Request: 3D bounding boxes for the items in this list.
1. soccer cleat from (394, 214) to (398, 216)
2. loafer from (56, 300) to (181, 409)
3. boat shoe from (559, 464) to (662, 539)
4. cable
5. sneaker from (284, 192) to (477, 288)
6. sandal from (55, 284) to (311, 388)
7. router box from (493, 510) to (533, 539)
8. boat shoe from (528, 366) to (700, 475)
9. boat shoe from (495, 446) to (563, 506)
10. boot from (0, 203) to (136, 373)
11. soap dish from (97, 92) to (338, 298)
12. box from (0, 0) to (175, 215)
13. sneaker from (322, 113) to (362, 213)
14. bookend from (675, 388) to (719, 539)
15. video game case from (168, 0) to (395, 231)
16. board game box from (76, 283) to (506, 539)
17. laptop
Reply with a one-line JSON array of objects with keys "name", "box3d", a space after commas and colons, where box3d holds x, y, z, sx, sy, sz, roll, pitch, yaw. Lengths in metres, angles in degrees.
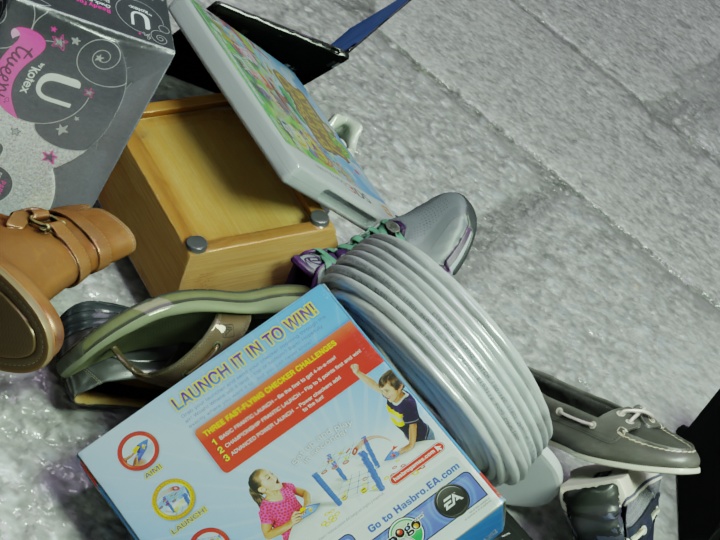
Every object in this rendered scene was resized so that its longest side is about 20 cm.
[{"name": "soccer cleat", "box3d": [0.044, 0.021, 1.442, 0.086, 0.070, 0.200, 55, 11, -20]}, {"name": "loafer", "box3d": [-0.121, 0.082, 1.238, 0.200, 0.073, 0.072, 10, 46, -20]}, {"name": "boat shoe", "box3d": [0.204, 0.203, 1.388, 0.200, 0.074, 0.093, -5, 84, -69]}, {"name": "cable", "box3d": [0.054, 0.064, 1.213, 0.200, 0.069, 0.200, 38, -16, 47]}, {"name": "sneaker", "box3d": [0.000, 0.000, 1.325, 0.074, 0.200, 0.088, 42, -6, 49]}, {"name": "sandal", "box3d": [-0.106, 0.050, 1.175, 0.201, 0.080, 0.057, -6, 72, -32]}, {"name": "router box", "box3d": [0.051, 0.224, 1.198, 0.150, 0.062, 0.200, 46, 32, 22]}, {"name": "boat shoe", "box3d": [0.182, 0.117, 1.382, 0.067, 0.057, 0.200, 1, 7, -45]}, {"name": "boat shoe", "box3d": [0.073, 0.114, 1.375, 0.200, 0.071, 0.070, 26, 33, -1]}, {"name": "boot", "box3d": [-0.216, -0.001, 1.195, 0.154, 0.074, 0.200, -11, 32, -41]}, {"name": "soap dish", "box3d": [-0.119, -0.055, 1.378, 0.157, 0.081, 0.200, -11, 52, -30]}, {"name": "box", "box3d": [-0.239, -0.136, 1.289, 0.132, 0.200, 0.115, 16, 35, -27]}, {"name": "sneaker", "box3d": [-0.050, -0.078, 1.513, 0.070, 0.080, 0.200, 33, 32, -6]}, {"name": "bookend", "box3d": [0.358, 0.147, 1.470, 0.092, 0.199, 0.200, 27, 30, -8]}, {"name": "video game case", "box3d": [-0.058, -0.120, 1.410, 0.200, 0.022, 0.182, 56, 13, 29]}, {"name": "board game box", "box3d": [-0.044, 0.142, 1.116, 0.200, 0.056, 0.196, -34, 65, -12]}, {"name": "laptop", "box3d": [-0.065, -0.226, 1.571, 0.200, 0.187, 0.116, 19, 72, -23]}]
